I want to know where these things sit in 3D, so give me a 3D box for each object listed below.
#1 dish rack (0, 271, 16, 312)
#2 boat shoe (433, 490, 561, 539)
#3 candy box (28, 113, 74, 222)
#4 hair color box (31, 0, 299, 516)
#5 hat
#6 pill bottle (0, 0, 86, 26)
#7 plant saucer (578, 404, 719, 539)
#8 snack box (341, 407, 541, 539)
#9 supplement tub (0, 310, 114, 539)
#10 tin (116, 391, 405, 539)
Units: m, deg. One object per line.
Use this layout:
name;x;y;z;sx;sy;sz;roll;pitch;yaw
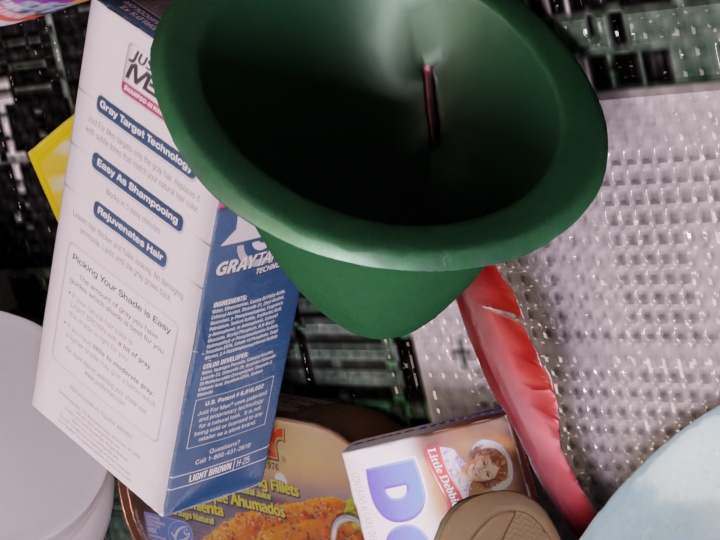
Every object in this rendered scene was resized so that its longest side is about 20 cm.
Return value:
dish rack;-0.248;-0.020;1.365;0.200;0.044;0.172;-14;96;50
boat shoe;0.050;0.184;1.045;0.065;0.072;0.200;-173;75;-70
candy box;-0.074;-0.048;1.170;0.200;0.026;0.102;-33;77;49
hair color box;-0.075;-0.009;1.115;0.100;0.061;0.200;36;126;36
hat;0.000;0.000;1.016;0.200;0.166;0.176;58;150;34
pill bottle;-0.080;-0.171;1.029;0.200;0.111;0.111;-14;95;29
plant saucer;0.137;0.131;0.930;0.039;0.201;0.201;35;150;-27
snack box;0.053;0.159;1.088;0.072;0.024;0.200;-14;97;12
supplement tub;-0.197;0.117;1.264;0.145;0.145;0.200;56;150;16
tin;-0.034;0.108;1.183;0.200;0.042;0.112;8;116;46
